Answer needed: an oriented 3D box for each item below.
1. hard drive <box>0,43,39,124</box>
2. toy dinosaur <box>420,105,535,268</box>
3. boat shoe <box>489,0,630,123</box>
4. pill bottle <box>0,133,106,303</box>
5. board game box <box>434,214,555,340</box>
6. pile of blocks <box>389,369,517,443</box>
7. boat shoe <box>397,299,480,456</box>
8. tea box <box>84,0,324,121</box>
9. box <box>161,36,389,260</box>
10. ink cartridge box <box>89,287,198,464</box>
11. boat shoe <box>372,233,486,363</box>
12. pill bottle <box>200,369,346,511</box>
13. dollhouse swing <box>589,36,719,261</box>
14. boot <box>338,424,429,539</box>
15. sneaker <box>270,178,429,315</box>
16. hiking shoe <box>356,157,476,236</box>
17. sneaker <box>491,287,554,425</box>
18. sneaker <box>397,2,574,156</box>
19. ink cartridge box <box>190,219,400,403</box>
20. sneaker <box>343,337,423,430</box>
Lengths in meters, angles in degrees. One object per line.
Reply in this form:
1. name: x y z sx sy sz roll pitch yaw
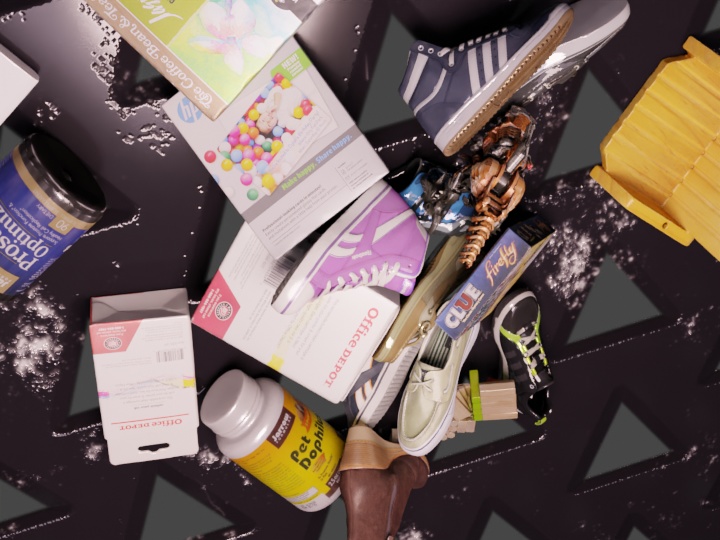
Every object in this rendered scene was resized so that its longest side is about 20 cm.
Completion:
1. hard drive: -0.440 -0.165 1.050 0.200 0.025 0.132 -44 121 12
2. toy dinosaur: 0.131 -0.091 1.111 0.102 0.200 0.136 48 141 -1
3. boat shoe: 0.212 -0.236 1.161 0.198 0.069 0.057 -30 131 11
4. pill bottle: -0.372 -0.038 1.091 0.199 0.112 0.112 -41 121 10
5. board game box: 0.161 0.004 1.216 0.034 0.200 0.136 40 106 10
6. pile of blocks: 0.116 0.173 1.362 0.198 0.063 0.082 -25 127 21
7. boat shoe: 0.088 0.129 1.294 0.062 0.071 0.203 31 76 -57
8. tea box: -0.141 -0.287 0.968 0.200 0.134 0.197 41 104 -15
9. box: -0.087 -0.138 1.095 0.155 0.041 0.201 -36 94 5
10. ink cartridge box: -0.256 0.129 1.246 0.114 0.068 0.203 -5 119 -11
11. boat shoe: 0.084 0.036 1.221 0.063 0.201 0.073 39 148 -4
12. pill bottle: -0.105 0.210 1.308 0.109 0.110 0.200 -41 121 11
13. dollhouse swing: 0.412 -0.121 1.211 0.180 0.177 0.201 26 112 -26
14. boot: 0.030 0.300 1.312 0.071 0.169 0.200 -13 151 26
15. sneaker: 0.000 0.000 1.109 0.114 0.073 0.200 46 64 -3
16. hiking shoe: 0.089 -0.089 1.203 0.197 0.075 0.088 -13 126 -7
17. sneaker: 0.224 0.113 1.344 0.071 0.083 0.202 -30 130 -23
18. sneaker: 0.126 -0.231 1.108 0.200 0.070 0.109 -46 76 11
19. ink cartridge box: -0.071 0.036 1.196 0.198 0.084 0.146 31 109 -7
20. sneaker: 0.014 0.126 1.314 0.079 0.078 0.202 36 129 15
